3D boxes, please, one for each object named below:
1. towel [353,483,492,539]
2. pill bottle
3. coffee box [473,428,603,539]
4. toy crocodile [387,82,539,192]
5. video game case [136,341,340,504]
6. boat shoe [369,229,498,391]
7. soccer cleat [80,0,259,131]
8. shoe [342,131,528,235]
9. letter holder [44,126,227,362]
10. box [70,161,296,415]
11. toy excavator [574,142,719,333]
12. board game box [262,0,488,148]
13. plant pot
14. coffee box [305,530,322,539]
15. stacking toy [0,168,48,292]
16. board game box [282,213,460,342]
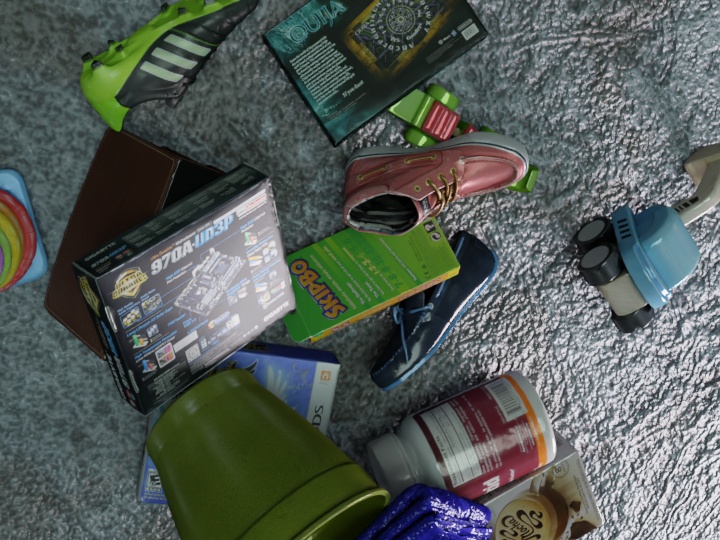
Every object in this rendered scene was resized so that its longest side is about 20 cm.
[{"bbox_3d":[0.060,0.296,0.963,0.148,0.050,0.200,-46,147,5],"label":"towel"},{"bbox_3d":[0.114,0.205,1.058,0.196,0.114,0.116,-22,108,-9],"label":"pill bottle"},{"bbox_3d":[0.180,0.295,1.116,0.197,0.080,0.115,-28,109,-8],"label":"coffee box"},{"bbox_3d":[0.107,-0.142,0.999,0.198,0.062,0.068,33,93,-20],"label":"toy crocodile"},{"bbox_3d":[-0.135,0.171,1.016,0.196,0.045,0.185,9,100,-18],"label":"video game case"},{"bbox_3d":[0.069,0.041,1.035,0.069,0.084,0.201,43,73,-13],"label":"boat shoe"},{"bbox_3d":[-0.180,-0.214,0.903,0.198,0.068,0.082,-34,130,-11],"label":"soccer cleat"},{"bbox_3d":[0.077,-0.085,0.953,0.195,0.092,0.072,-3,132,9],"label":"shoe"},{"bbox_3d":[-0.220,-0.025,0.926,0.100,0.141,0.204,16,98,-50],"label":"letter holder"},{"bbox_3d":[-0.156,0.016,0.869,0.199,0.046,0.162,-36,133,-31],"label":"box"},{"bbox_3d":[0.356,-0.048,1.064,0.198,0.196,0.100,-30,112,23],"label":"toy excavator"},{"bbox_3d":[0.015,-0.241,0.947,0.198,0.028,0.137,-35,91,-5],"label":"board game box"},{"bbox_3d":[-0.105,0.207,0.892,0.200,0.201,0.193,-41,67,-3],"label":"plant pot"},{"bbox_3d":[-0.101,0.355,1.027,0.198,0.080,0.115,-34,118,6],"label":"coffee box"},{"bbox_3d":[-0.352,-0.014,0.827,0.107,0.200,0.119,-15,108,-11],"label":"stacking toy"},{"bbox_3d":[0.000,0.000,0.995,0.197,0.030,0.097,-24,70,-11],"label":"board game box"}]
